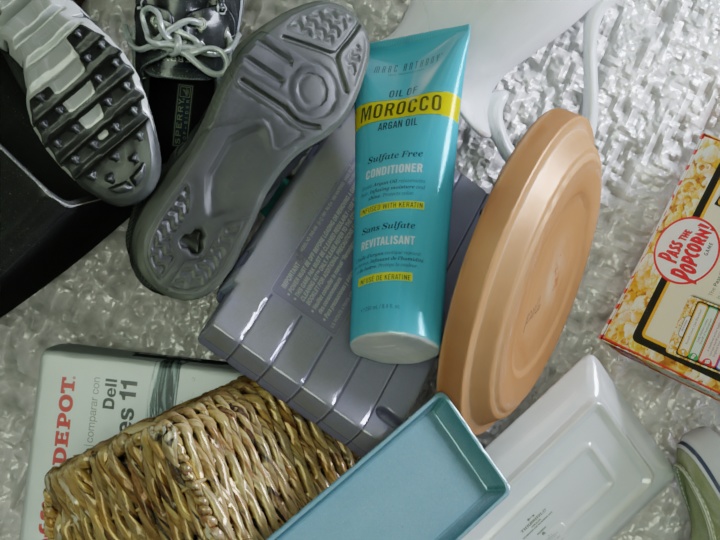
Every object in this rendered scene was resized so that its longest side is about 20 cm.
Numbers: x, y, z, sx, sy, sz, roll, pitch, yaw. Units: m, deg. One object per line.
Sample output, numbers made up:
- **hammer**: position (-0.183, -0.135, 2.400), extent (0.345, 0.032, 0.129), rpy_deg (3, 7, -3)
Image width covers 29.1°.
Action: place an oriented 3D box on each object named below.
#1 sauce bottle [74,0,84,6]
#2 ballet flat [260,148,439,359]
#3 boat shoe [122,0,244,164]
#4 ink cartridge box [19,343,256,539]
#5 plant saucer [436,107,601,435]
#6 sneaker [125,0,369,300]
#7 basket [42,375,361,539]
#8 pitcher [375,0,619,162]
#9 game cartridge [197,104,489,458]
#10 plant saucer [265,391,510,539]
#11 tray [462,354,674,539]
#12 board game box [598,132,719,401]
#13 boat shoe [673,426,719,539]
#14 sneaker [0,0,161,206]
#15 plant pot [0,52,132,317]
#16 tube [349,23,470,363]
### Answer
- **sauce bottle**: position (-0.270, -0.226, 0.896), extent (0.199, 0.066, 0.066), rpy_deg (36, 89, -1)
- **ballet flat**: position (-0.002, -0.025, 0.901), extent (0.200, 0.072, 0.072), rpy_deg (45, 89, -1)
- **boat shoe**: position (-0.111, -0.138, 0.849), extent (0.073, 0.068, 0.201), rpy_deg (9, 118, -7)
- **ink cartridge box**: position (-0.108, 0.130, 0.878), extent (0.198, 0.083, 0.148), rpy_deg (6, 88, 1)
- **plant saucer**: position (0.101, 0.004, 0.825), extent (0.032, 0.200, 0.202), rpy_deg (20, 88, 21)
- **sneaker**: position (-0.075, -0.073, 0.821), extent (0.076, 0.114, 0.200), rpy_deg (35, 79, -19)
- **basket**: position (-0.073, 0.174, 0.802), extent (0.142, 0.149, 0.201), rpy_deg (-27, 87, 34)
- **pitcher**: position (0.109, -0.173, 0.877), extent (0.171, 0.121, 0.201), rpy_deg (32, 99, -10)
- **game cartridge**: position (0.000, 0.000, 0.825), extent (0.129, 0.038, 0.201), rpy_deg (33, 54, -3)
- **plant saucer**: position (-0.007, 0.148, 0.726), extent (0.200, 0.019, 0.070), rpy_deg (-37, 93, -28)
- **tray**: position (0.105, 0.156, 0.859), extent (0.200, 0.022, 0.108), rpy_deg (-41, 108, -11)
- **board game box**: position (0.267, 0.019, 0.848), extent (0.199, 0.046, 0.152), rpy_deg (27, 89, 37)
- **boat shoe**: position (0.240, 0.200, 0.884), extent (0.062, 0.072, 0.201), rpy_deg (-23, 91, -3)
- **sneaker**: position (-0.164, -0.110, 0.809), extent (0.066, 0.091, 0.200), rpy_deg (-38, 66, 2)
- **plant pot**: position (-0.272, -0.049, 0.837), extent (0.200, 0.200, 0.178), rpy_deg (43, 99, 1)
- **tube**: position (0.025, -0.048, 0.798), extent (0.077, 0.050, 0.202), rpy_deg (-4, 66, 18)
